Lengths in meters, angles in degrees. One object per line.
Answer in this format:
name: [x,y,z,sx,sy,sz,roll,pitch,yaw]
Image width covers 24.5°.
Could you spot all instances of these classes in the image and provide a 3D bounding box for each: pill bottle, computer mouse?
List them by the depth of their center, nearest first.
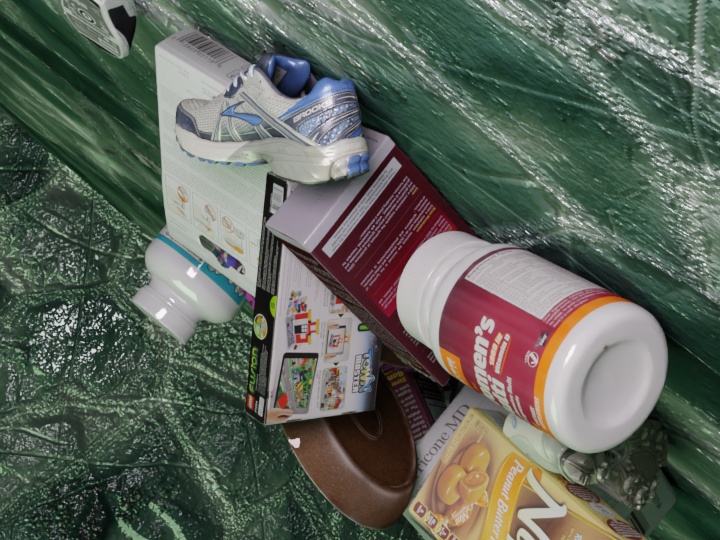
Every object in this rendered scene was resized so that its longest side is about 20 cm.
pill bottle: [0.119,0.045,1.203,0.200,0.110,0.110,29,168,49]
computer mouse: [-0.229,-0.249,1.407,0.109,0.044,0.200,33,165,12]
pill bottle: [-0.137,-0.026,1.635,0.111,0.200,0.111,38,173,6]

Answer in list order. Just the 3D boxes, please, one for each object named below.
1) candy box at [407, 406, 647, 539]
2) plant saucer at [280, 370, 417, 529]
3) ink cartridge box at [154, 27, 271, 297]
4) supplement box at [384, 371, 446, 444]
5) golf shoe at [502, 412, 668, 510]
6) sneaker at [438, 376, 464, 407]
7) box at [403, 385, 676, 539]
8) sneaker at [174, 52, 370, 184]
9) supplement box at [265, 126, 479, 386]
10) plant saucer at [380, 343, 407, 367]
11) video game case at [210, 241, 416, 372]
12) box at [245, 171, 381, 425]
candy box: [0.144,0.223,1.440,0.055,0.116,0.200,14,-159,-49]
plant saucer: [-0.007,0.134,1.490,0.200,0.034,0.201,46,-154,-30]
ink cartridge box: [-0.102,-0.082,1.395,0.162,0.050,0.201,34,140,34]
supplement box: [0.012,0.136,1.786,0.201,0.130,0.103,67,-166,14]
golf shoe: [0.196,0.149,1.423,0.097,0.079,0.200,16,172,37]
sneaker: [0.115,0.129,1.813,0.086,0.080,0.200,48,169,15]
box: [0.167,0.218,1.613,0.171,0.199,0.200,33,168,37]
sneaker: [-0.066,-0.121,1.232,0.077,0.086,0.199,-14,-160,-43]
supplement box: [0.029,-0.011,1.305,0.200,0.109,0.061,46,168,-36]
plant saucer: [0.000,0.000,1.503,0.200,0.037,0.201,34,-154,-19]
video game case: [-0.037,0.013,1.513,0.199,0.036,0.182,7,-138,-53]
box: [-0.031,0.020,1.335,0.109,0.202,0.035,-4,-161,-34]
